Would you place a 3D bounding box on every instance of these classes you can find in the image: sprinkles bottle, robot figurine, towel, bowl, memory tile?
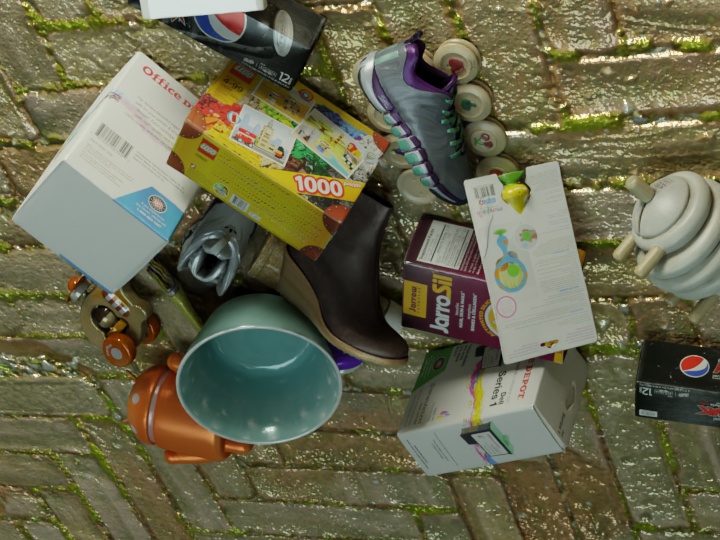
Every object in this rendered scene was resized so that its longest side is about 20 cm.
[{"bbox_3d":[-0.040,0.028,1.800,0.199,0.069,0.068,32,136,-7],"label":"sprinkles bottle"},{"bbox_3d":[-0.235,0.196,2.011,0.198,0.118,0.144,12,154,12],"label":"robot figurine"},{"bbox_3d":[-0.204,0.072,1.891,0.201,0.023,0.144,53,172,-25],"label":"towel"},{"bbox_3d":[-0.120,0.106,1.777,0.198,0.106,0.202,0,131,0],"label":"bowl"},{"bbox_3d":[0.083,-0.159,1.605,0.152,0.017,0.201,-4,130,27],"label":"memory tile"}]

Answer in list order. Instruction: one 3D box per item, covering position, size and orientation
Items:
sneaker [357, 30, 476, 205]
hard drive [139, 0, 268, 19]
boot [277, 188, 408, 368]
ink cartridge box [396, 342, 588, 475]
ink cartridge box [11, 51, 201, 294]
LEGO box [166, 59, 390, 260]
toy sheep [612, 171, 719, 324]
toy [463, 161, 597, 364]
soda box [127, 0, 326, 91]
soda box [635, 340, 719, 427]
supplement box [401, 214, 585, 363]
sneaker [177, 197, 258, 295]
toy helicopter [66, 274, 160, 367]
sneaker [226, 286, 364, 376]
[{"bbox_3d":[0.083,-0.156,1.546,0.087,0.075,0.200,-23,118,33],"label":"sneaker"},{"bbox_3d":[-0.170,-0.358,1.462,0.130,0.025,0.202,-2,113,11],"label":"hard drive"},{"bbox_3d":[0.000,0.000,1.690,0.199,0.072,0.167,35,114,20],"label":"boot"},{"bbox_3d":[0.162,0.157,1.779,0.199,0.145,0.084,-16,124,34],"label":"ink cartridge box"},{"bbox_3d":[-0.268,-0.112,1.671,0.146,0.201,0.146,38,136,-15],"label":"ink cartridge box"},{"bbox_3d":[-0.088,-0.130,1.602,0.199,0.149,0.077,33,138,-3],"label":"LEGO box"},{"bbox_3d":[0.343,-0.034,1.528,0.137,0.139,0.199,-25,131,39],"label":"toy sheep"},{"bbox_3d":[0.180,-0.009,1.595,0.047,0.114,0.202,175,83,-73],"label":"toy"},{"bbox_3d":[-0.141,-0.275,1.552,0.199,0.071,0.064,28,132,-3],"label":"soda box"},{"bbox_3d":[0.420,0.136,1.687,0.198,0.071,0.064,7,136,15],"label":"soda box"},{"bbox_3d":[0.152,0.022,1.697,0.198,0.086,0.111,13,136,13],"label":"supplement box"},{"bbox_3d":[-0.190,-0.012,1.793,0.075,0.115,0.200,31,136,-8],"label":"sneaker"},{"bbox_3d":[-0.333,0.021,1.936,0.131,0.079,0.201,23,127,14],"label":"toy helicopter"},{"bbox_3d":[-0.084,0.070,1.859,0.198,0.070,0.100,13,133,11],"label":"sneaker"}]
